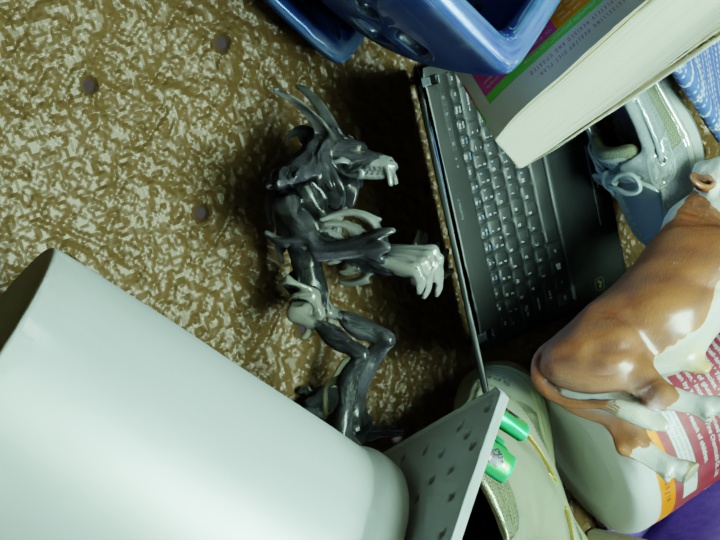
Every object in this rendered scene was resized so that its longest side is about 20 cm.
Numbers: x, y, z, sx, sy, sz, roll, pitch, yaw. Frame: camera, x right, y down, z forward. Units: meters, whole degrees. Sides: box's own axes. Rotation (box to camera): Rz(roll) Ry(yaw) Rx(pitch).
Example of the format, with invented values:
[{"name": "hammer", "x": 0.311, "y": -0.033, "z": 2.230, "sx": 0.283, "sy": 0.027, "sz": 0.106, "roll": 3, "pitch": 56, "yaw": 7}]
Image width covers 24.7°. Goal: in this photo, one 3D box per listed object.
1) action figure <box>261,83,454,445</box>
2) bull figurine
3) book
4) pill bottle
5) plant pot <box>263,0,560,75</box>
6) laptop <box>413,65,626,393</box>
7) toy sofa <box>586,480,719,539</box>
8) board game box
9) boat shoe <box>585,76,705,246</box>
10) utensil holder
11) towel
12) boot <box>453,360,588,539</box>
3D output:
[{"name": "action figure", "x": 0.000, "y": 0.000, "z": 0.883, "sx": 0.119, "sy": 0.102, "sz": 0.201, "roll": -44, "pitch": 132, "yaw": -75}, {"name": "bull figurine", "x": 0.189, "y": 0.022, "z": 0.929, "sx": 0.200, "sy": 0.121, "sz": 0.065, "roll": -43, "pitch": 153, "yaw": -14}, {"name": "book", "x": 0.097, "y": -0.153, "z": 0.864, "sx": 0.133, "sy": 0.200, "sz": 0.048, "roll": -36, "pitch": 128, "yaw": 12}, {"name": "pill bottle", "x": 0.212, "y": 0.065, "z": 1.011, "sx": 0.200, "sy": 0.113, "sz": 0.113, "roll": -30, "pitch": 108, "yaw": -18}, {"name": "plant pot", "x": 0.009, "y": -0.229, "z": 0.838, "sx": 0.200, "sy": 0.180, "sz": 0.200, "roll": 40, "pitch": 70, "yaw": -28}, {"name": "laptop", "x": 0.100, "y": -0.041, "z": 0.954, "sx": 0.200, "sy": 0.103, "sz": 0.178, "roll": -20, "pitch": 103, "yaw": -32}, {"name": "toy sofa", "x": 0.239, "y": 0.128, "z": 1.069, "sx": 0.200, "sy": 0.083, "sz": 0.098, "roll": -40, "pitch": 114, "yaw": -26}, {"name": "board game box", "x": -0.009, "y": 0.170, "z": 0.770, "sx": 0.026, "sy": 0.200, "sz": 0.200, "roll": 36, "pitch": 50, "yaw": -15}, {"name": "boat shoe", "x": 0.151, "y": -0.098, "z": 0.983, "sx": 0.065, "sy": 0.074, "sz": 0.202, "roll": -29, "pitch": 116, "yaw": -20}, {"name": "utensil holder", "x": -0.104, "y": 0.108, "z": 0.762, "sx": 0.200, "sy": 0.170, "sz": 0.170, "roll": 37, "pitch": 72, "yaw": -15}, {"name": "towel", "x": 0.196, "y": -0.164, "z": 0.983, "sx": 0.200, "sy": 0.024, "sz": 0.145, "roll": 35, "pitch": 45, "yaw": -58}, {"name": "boot", "x": 0.081, "y": 0.164, "z": 0.925, "sx": 0.155, "sy": 0.072, "sz": 0.201, "roll": -33, "pitch": 109, "yaw": -70}]
